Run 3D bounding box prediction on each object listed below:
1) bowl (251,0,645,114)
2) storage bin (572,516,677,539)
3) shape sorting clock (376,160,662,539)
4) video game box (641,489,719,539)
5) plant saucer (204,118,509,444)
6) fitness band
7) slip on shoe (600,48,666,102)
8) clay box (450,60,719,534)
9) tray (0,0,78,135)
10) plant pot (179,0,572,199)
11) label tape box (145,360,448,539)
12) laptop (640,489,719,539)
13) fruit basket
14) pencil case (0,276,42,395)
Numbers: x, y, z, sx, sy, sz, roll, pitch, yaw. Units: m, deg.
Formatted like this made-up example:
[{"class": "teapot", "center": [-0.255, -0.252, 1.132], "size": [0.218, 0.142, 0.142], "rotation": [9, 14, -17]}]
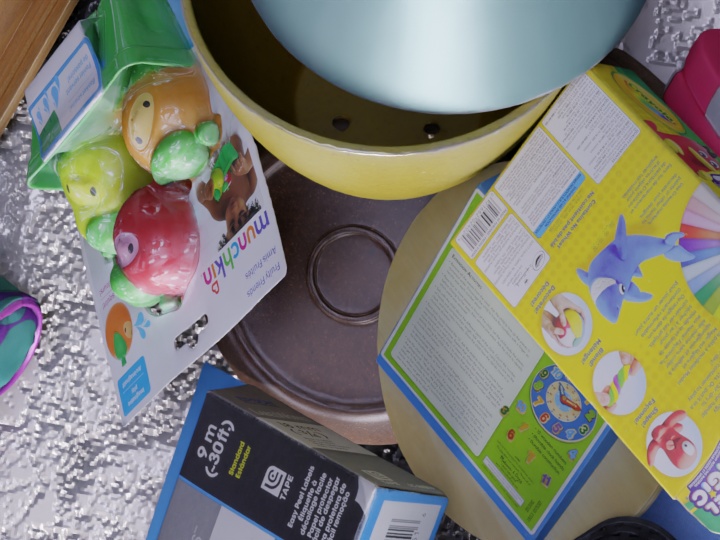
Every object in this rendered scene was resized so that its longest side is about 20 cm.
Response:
[{"class": "bowl", "center": [0.039, -0.182, 0.948], "size": [0.200, 0.105, 0.201], "rotation": [-1, 66, 1]}, {"class": "storage bin", "center": [0.107, 0.230, 1.050], "size": [0.135, 0.094, 0.200], "rotation": [41, 128, -12]}, {"class": "shape sorting clock", "center": [0.086, 0.044, 1.068], "size": [0.200, 0.039, 0.200], "rotation": [9, 102, 45]}, {"class": "video game box", "center": [0.209, 0.076, 1.103], "size": [0.200, 0.047, 0.182], "rotation": [-36, 82, 12]}, {"class": "plant saucer", "center": [0.000, 0.000, 1.153], "size": [0.200, 0.034, 0.201], "rotation": [2, 97, 15]}, {"class": "fitness band", "center": [0.226, -0.053, 1.028], "size": [0.143, 0.200, 0.037], "rotation": [19, 117, -20]}, {"class": "slip on shoe", "center": [0.170, -0.052, 1.080], "size": [0.061, 0.076, 0.200], "rotation": [-33, 46, -22]}, {"class": "clay box", "center": [0.141, 0.012, 0.957], "size": [0.200, 0.048, 0.115], "rotation": [50, 118, 28]}, {"class": "tray", "center": [-0.230, -0.128, 1.197], "size": [0.037, 0.099, 0.200], "rotation": [36, 98, 37]}, {"class": "plant pot", "center": [0.015, -0.113, 1.051], "size": [0.200, 0.142, 0.200], "rotation": [0, 65, 1]}, {"class": "label tape box", "center": [-0.063, 0.145, 1.120], "size": [0.200, 0.063, 0.144], "rotation": [25, 99, 41]}, {"class": "laptop", "center": [0.210, 0.101, 1.022], "size": [0.187, 0.200, 0.116], "rotation": [32, 60, 14]}, {"class": "fruit basket", "center": [-0.114, -0.044, 1.129], "size": [0.185, 0.094, 0.200], "rotation": [-41, 51, 46]}, {"class": "pencil case", "center": [-0.286, 0.010, 1.217], "size": [0.200, 0.085, 0.093], "rotation": [28, 119, 13]}]
